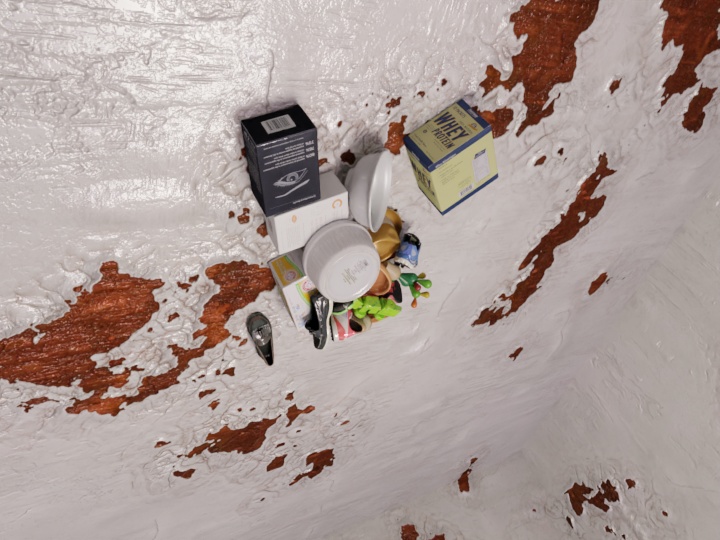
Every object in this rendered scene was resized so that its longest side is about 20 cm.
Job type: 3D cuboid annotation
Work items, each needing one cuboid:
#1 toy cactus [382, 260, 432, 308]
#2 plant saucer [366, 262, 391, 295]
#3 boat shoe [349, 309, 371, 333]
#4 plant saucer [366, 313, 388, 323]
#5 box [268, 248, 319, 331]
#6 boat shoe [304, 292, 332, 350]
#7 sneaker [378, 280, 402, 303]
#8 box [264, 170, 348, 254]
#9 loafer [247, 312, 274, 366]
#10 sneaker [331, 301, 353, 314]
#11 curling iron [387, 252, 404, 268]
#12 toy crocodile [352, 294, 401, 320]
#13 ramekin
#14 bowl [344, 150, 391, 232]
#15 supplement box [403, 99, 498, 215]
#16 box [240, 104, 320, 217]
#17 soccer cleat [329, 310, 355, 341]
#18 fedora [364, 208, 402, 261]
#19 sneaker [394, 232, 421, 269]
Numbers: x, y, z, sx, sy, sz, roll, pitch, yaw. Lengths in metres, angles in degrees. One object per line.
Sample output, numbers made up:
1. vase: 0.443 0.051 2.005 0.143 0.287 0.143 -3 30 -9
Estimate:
1. toy cactus: 0.115 0.029 1.726 0.164 0.198 0.104 34 82 -37
2. plant saucer: 0.000 0.000 1.670 0.202 0.195 0.038 69 38 -51
3. boat shoe: -0.065 0.141 1.739 0.064 0.195 0.073 -24 122 -62
4. plant saucer: 0.020 0.148 1.848 0.195 0.033 0.200 -21 -178 1
5. box: -0.171 0.054 1.618 0.100 0.113 0.203 -26 140 -12
6. boat shoe: -0.122 0.142 1.596 0.065 0.075 0.203 -11 135 -27
7. sneaker: 0.067 0.072 1.877 0.085 0.076 0.198 -11 169 32
8. box: -0.136 -0.146 1.450 0.196 0.098 0.126 -21 140 -19
9. loafer: -0.286 0.208 1.729 0.070 0.063 0.203 -24 141 -15
10. sneaker: -0.083 0.048 1.611 0.076 0.200 0.085 -35 134 -6
11. curling iron: 0.070 -0.025 1.769 0.196 0.050 0.026 -9 154 -38
12. toy crocodile: 0.041 0.102 1.712 0.196 0.063 0.067 12 140 -36
13. ramekin: -0.042 -0.015 1.478 0.195 0.106 0.204 -17 133 -19
14. bowl: 0.013 -0.207 1.477 0.201 0.088 0.207 12 90 -75
15. supplement box: 0.246 -0.300 1.557 0.198 0.135 0.201 -34 143 -3
16. box: -0.176 -0.244 1.310 0.145 0.105 0.203 -20 140 -20
17. soccer cleat: -0.061 0.108 1.691 0.071 0.205 0.069 -6 150 -6
18. fedora: 0.049 -0.082 1.672 0.196 0.082 0.204 -22 141 -19
19. sneaker: 0.151 -0.062 1.726 0.091 0.077 0.200 -64 178 9
